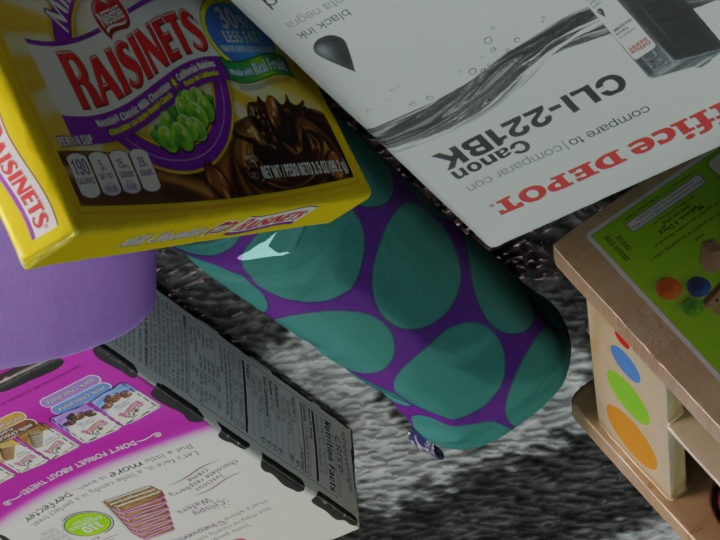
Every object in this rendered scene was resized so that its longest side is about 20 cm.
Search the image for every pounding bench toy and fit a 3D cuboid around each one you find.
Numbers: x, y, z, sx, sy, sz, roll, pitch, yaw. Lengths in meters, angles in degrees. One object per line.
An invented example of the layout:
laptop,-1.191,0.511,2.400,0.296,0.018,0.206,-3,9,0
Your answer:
pounding bench toy,0.198,0.016,0.966,0.200,0.124,0.156,-35,150,-12

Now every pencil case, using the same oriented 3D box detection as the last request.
pencil case,0.000,0.000,0.968,0.092,0.085,0.200,22,167,47

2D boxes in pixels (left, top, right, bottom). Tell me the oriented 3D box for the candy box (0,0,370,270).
candy box,-0.067,-0.058,0.747,0.026,0.102,0.200,-32,172,24

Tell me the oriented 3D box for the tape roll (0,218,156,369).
tape roll,-0.171,-0.022,0.830,0.200,0.200,0.066,1,104,-7

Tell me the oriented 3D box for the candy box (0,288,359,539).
candy box,-0.112,0.078,1.082,0.136,0.061,0.200,-25,138,25

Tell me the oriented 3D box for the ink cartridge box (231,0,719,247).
ink cartridge box,0.053,-0.111,0.826,0.144,0.084,0.200,-24,139,24
